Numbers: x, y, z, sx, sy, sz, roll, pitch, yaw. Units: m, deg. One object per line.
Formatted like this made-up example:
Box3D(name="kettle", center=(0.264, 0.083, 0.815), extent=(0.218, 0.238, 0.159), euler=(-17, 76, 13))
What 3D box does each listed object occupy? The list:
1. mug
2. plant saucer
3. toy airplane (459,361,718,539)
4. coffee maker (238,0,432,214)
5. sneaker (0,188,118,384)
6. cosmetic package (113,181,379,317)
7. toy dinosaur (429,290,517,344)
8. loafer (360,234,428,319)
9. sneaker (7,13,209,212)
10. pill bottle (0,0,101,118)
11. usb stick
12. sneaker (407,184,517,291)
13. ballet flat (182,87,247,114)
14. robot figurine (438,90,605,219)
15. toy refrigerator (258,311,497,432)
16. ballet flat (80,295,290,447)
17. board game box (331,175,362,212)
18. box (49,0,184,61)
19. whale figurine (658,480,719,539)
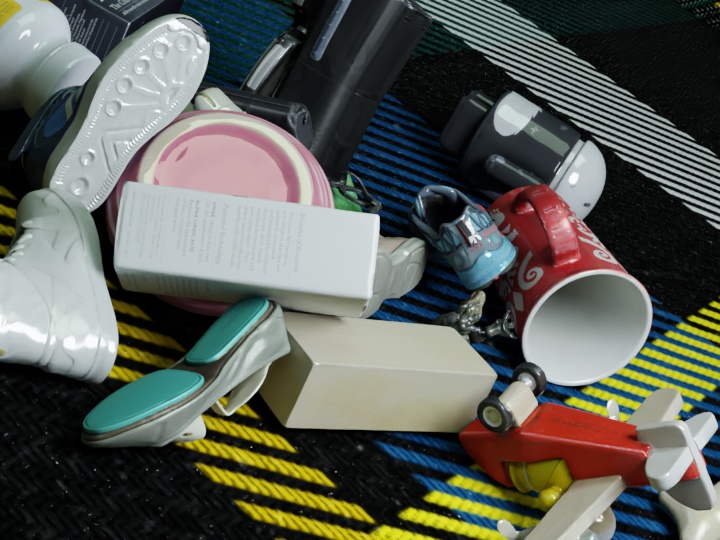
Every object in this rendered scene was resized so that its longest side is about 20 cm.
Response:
Box3D(name="mug", center=(0.203, -0.012, 1.453), extent=(0.133, 0.178, 0.200), euler=(4, 29, -16))
Box3D(name="plant saucer", center=(-0.118, -0.060, 1.228), extent=(0.200, 0.051, 0.201), euler=(5, 61, -10))
Box3D(name="toy airplane", center=(0.196, 0.167, 1.163), extent=(0.199, 0.142, 0.199), euler=(-11, 26, -7))
Box3D(name="coffee maker", center=(-0.014, -0.194, 1.437), extent=(0.192, 0.200, 0.135), euler=(30, 10, -4))
Box3D(name="sneaker", center=(-0.259, -0.004, 1.075), extent=(0.115, 0.074, 0.200), euler=(14, 32, -35))
Box3D(name="cosmetic package", center=(-0.090, -0.015, 1.125), extent=(0.199, 0.074, 0.102), euler=(6, -11, -5))
Box3D(name="toy dinosaur", center=(0.087, 0.057, 1.325), extent=(0.200, 0.088, 0.048), euler=(-21, 94, -55))
Box3D(name="loafer", center=(0.000, 0.000, 1.351), extent=(0.063, 0.072, 0.200), euler=(21, 16, 21))
Box3D(name="sneaker", center=(-0.221, -0.150, 1.229), extent=(0.080, 0.200, 0.146), euler=(33, 6, -33))
Box3D(name="pill bottle", center=(-0.340, -0.218, 1.320), extent=(0.200, 0.112, 0.112), euler=(36, 27, 12))
Box3D(name="usb stick", center=(-0.130, -0.152, 1.379), extent=(0.199, 0.056, 0.033), euler=(16, 46, 33))
Box3D(name="sneaker", center=(0.091, -0.056, 1.440), extent=(0.096, 0.079, 0.200), euler=(53, -5, -23))
Box3D(name="ballet flat", center=(-0.157, -0.140, 1.336), extent=(0.200, 0.072, 0.072), euler=(15, 16, 32))
Box3D(name="robot figurine", center=(0.193, -0.131, 1.699), extent=(0.200, 0.125, 0.150), euler=(33, 62, 6))
Box3D(name="toy refrigerator", center=(0.010, 0.089, 1.194), extent=(0.199, 0.070, 0.076), euler=(7, 28, -40))
Box3D(name="ballet flat", center=(-0.119, 0.091, 1.055), extent=(0.067, 0.064, 0.200), euler=(4, 31, 40))
Box3D(name="board game box", center=(-0.061, -0.115, 1.522), extent=(0.104, 0.024, 0.200), euler=(19, 29, -23))
Box3D(name="box", center=(-0.299, -0.280, 1.478), extent=(0.182, 0.104, 0.200), euler=(28, 26, -1))
Box3D(name="whale figurine", center=(0.371, 0.231, 1.305), extent=(0.199, 0.104, 0.159), euler=(-5, 38, -12))
